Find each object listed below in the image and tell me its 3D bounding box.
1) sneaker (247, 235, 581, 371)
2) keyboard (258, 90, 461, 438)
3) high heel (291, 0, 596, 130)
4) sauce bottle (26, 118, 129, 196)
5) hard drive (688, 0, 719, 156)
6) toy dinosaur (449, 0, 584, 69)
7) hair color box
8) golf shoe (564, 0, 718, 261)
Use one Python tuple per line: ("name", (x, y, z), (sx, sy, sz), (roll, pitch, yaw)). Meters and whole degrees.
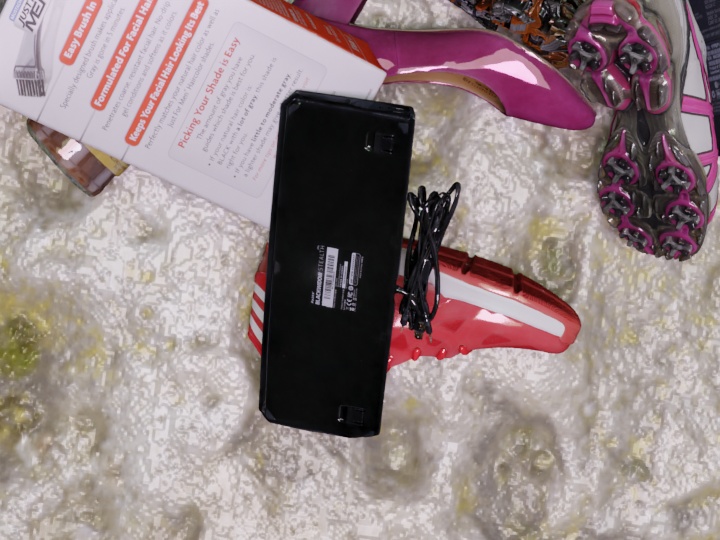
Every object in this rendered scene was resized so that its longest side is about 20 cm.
("sneaker", (0.026, 0.043, 0.863), (0.198, 0.078, 0.117), (18, 100, 7))
("keyboard", (0.000, 0.000, 0.800), (0.103, 0.040, 0.202), (11, 115, 11))
("high heel", (0.037, -0.106, 0.847), (0.198, 0.067, 0.097), (27, 86, -1))
("sauce bottle", (-0.109, -0.134, 0.842), (0.065, 0.065, 0.200), (44, 88, -4))
("hard drive", (0.210, -0.169, 0.820), (0.032, 0.139, 0.203), (-12, 93, -11))
("toy dinosaur", (0.063, -0.191, 0.815), (0.198, 0.136, 0.103), (17, 71, -16))
("hair color box", (-0.099, -0.112, 0.776), (0.198, 0.064, 0.112), (25, 107, -22))
("golf shoe", (0.179, -0.094, 0.830), (0.092, 0.072, 0.201), (-52, 140, -33))
